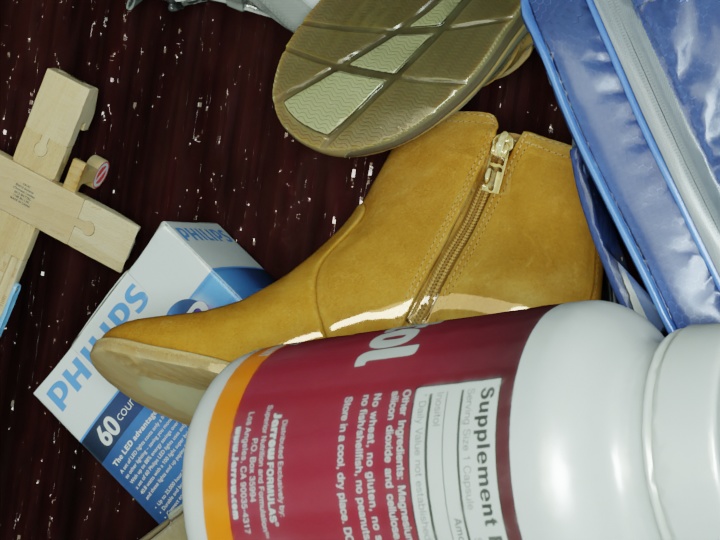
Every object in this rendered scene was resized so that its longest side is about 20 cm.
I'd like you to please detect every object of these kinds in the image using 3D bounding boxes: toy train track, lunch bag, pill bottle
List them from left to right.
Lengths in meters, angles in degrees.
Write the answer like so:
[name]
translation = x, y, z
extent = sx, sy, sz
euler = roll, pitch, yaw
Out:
[toy train track]
translation = -0.166, 0.002, 1.020
extent = 0.114, 0.033, 0.201
euler = 27, 103, 12
[pill bottle]
translation = 0.047, 0.071, 0.752
extent = 0.199, 0.113, 0.114
euler = -9, 85, 31
[lunch bag]
translation = 0.148, -0.039, 0.817
extent = 0.132, 0.136, 0.201
euler = -26, 80, 19

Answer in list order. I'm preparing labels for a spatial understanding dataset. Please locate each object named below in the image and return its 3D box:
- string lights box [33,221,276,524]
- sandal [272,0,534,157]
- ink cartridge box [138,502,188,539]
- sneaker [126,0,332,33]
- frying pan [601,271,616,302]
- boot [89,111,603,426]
[string lights box]
translation = -0.036, 0.082, 0.949
extent = 0.200, 0.059, 0.103
euler = 44, 106, 17
[sandal]
translation = 0.050, -0.115, 0.915
extent = 0.080, 0.054, 0.200
euler = 36, 75, 29
[ink cartridge box]
translation = -0.055, 0.188, 0.898
extent = 0.200, 0.075, 0.165
euler = -38, 82, 43
[sneaker]
translation = -0.075, -0.147, 0.978
extent = 0.200, 0.075, 0.082
euler = 37, 116, 23
[frying pan]
translation = 0.051, -0.022, 0.941
extent = 0.114, 0.031, 0.192
euler = -2, 91, 20
[boot]
translation = 0.000, 0.000, 0.896
extent = 0.200, 0.071, 0.145
euler = 8, 64, 14
